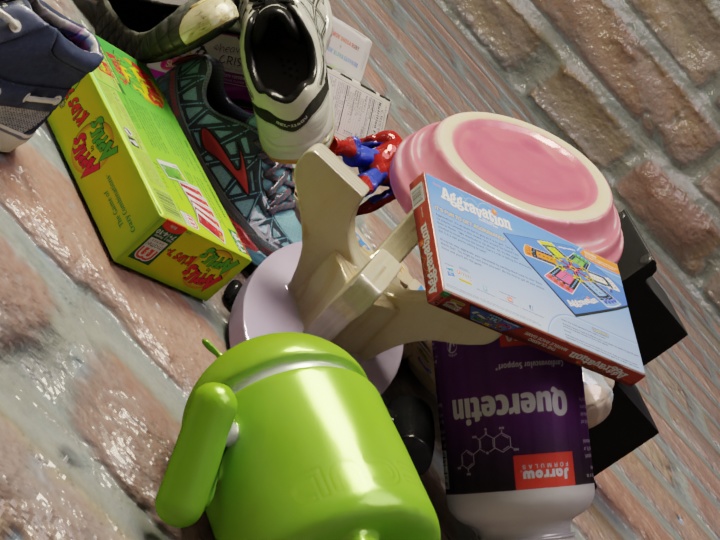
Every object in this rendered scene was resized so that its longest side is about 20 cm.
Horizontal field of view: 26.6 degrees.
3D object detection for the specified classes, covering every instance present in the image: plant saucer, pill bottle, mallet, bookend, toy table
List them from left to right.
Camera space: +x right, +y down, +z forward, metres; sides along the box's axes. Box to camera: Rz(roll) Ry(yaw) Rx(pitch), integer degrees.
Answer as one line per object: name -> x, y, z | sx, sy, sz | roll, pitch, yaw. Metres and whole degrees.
mallet -> -0.021, 0.080, 1.110 | 0.200, 0.041, 0.066 | 38, 22, -22
toy table -> 0.001, 0.013, 1.073 | 0.183, 0.117, 0.201 | 37, 31, -12
plant saucer -> 0.122, -0.065, 1.214 | 0.199, 0.051, 0.201 | 16, 32, -10
pill bottle -> 0.115, 0.117, 1.139 | 0.112, 0.111, 0.202 | 12, 71, -65
bookend -> 0.236, 0.082, 1.473 | 0.199, 0.199, 0.092 | 45, 16, -31

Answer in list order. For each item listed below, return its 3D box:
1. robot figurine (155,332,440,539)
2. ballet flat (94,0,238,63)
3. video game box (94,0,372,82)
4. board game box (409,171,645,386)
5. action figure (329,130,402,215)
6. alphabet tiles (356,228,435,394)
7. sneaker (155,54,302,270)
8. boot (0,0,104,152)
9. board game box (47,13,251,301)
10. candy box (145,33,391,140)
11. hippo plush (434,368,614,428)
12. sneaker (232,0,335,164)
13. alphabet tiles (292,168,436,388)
robot figurine -> -0.029, 0.118, 0.838 | 0.175, 0.116, 0.201 | 26, 27, -45
ballet flat -> -0.157, -0.192, 1.165 | 0.199, 0.066, 0.057 | 8, -59, 55
video game box -> -0.112, -0.218, 1.312 | 0.198, 0.047, 0.182 | 16, -2, 22
board game box -> 0.119, 0.008, 1.078 | 0.199, 0.019, 0.104 | 23, 45, -34
action figure -> -0.016, -0.074, 1.242 | 0.066, 0.098, 0.200 | 69, 22, 1
alphabet tiles -> 0.043, 0.045, 1.396 | 0.200, 0.015, 0.196 | 49, 16, -2
sneaker -> -0.086, -0.079, 1.173 | 0.200, 0.095, 0.079 | 50, 15, -5
boot -> -0.243, -0.141, 0.893 | 0.073, 0.090, 0.200 | 57, 17, 26
board game box -> -0.159, -0.080, 1.064 | 0.101, 0.048, 0.201 | 29, 26, -54
candy box -> -0.076, -0.152, 1.311 | 0.135, 0.062, 0.200 | 14, -2, 26
hippo plush -> 0.150, 0.032, 1.285 | 0.158, 0.162, 0.200 | 10, 24, -1
sneaker -> -0.056, -0.182, 1.129 | 0.088, 0.075, 0.202 | 78, -2, -63
alphabet tiles -> 0.000, 0.000, 1.283 | 0.200, 0.008, 0.167 | 51, 8, -8
